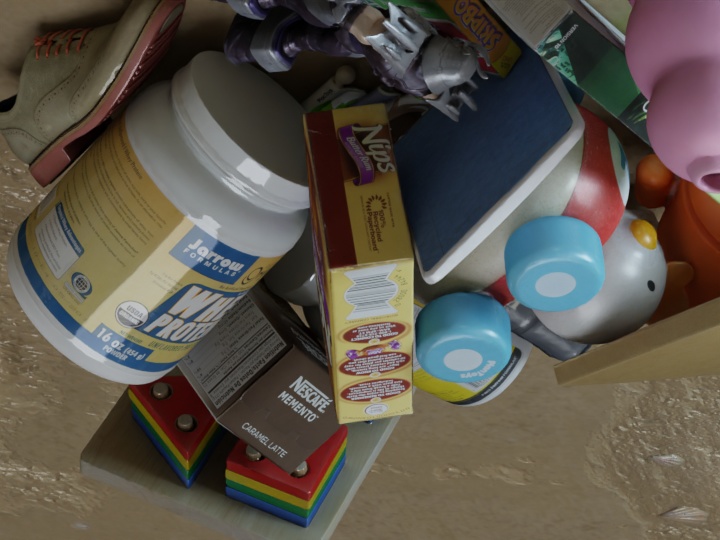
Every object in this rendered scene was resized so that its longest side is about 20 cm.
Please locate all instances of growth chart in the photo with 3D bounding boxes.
[{"bbox_3d":[0.041,-0.080,1.547,0.200,0.018,0.145,24,144,-17],"label":"growth chart"}]

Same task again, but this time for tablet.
[{"bbox_3d":[0.073,-0.076,1.342,0.014,0.200,0.130,39,105,-21],"label":"tablet"}]

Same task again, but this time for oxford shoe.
[{"bbox_3d":[-0.186,-0.131,1.471,0.075,0.070,0.200,43,131,-4],"label":"oxford shoe"}]

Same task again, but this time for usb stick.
[{"bbox_3d":[0.092,0.005,1.603,0.200,0.033,0.055,31,118,-25],"label":"usb stick"}]

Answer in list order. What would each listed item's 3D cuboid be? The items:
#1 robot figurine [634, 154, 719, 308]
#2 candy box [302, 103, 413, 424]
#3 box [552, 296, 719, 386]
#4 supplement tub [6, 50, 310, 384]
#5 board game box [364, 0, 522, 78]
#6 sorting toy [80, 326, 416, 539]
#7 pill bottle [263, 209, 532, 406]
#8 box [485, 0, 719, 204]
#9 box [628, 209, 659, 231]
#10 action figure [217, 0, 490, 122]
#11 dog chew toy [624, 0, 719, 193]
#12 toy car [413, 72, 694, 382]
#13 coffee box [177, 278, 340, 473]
[{"bbox_3d":[0.262,-0.035,1.491,0.117,0.144,0.200,-32,162,-19],"label":"robot figurine"},{"bbox_3d":[0.000,0.000,1.412,0.056,0.117,0.200,-8,149,-2],"label":"candy box"},{"bbox_3d":[0.248,0.038,1.438,0.163,0.021,0.200,-2,165,-37],"label":"box"},{"bbox_3d":[-0.127,-0.036,1.496,0.145,0.145,0.200,27,120,-34],"label":"supplement tub"},{"bbox_3d":[0.012,-0.184,1.317,0.096,0.030,0.200,25,166,40],"label":"board game box"},{"bbox_3d":[-0.083,0.101,1.717,0.199,0.200,0.070,21,140,14],"label":"sorting toy"},{"bbox_3d":[0.028,0.018,1.660,0.200,0.112,0.112,28,147,-34],"label":"pill bottle"},{"bbox_3d":[0.139,-0.128,1.322,0.200,0.144,0.036,32,106,-40],"label":"box"},{"bbox_3d":[0.119,-0.020,1.558,0.200,0.039,0.041,1,143,-24],"label":"box"},{"bbox_3d":[-0.004,-0.145,1.303,0.200,0.069,0.130,21,160,37],"label":"action figure"},{"bbox_3d":[0.198,-0.134,1.217,0.124,0.200,0.125,6,154,3],"label":"dog chew toy"},{"bbox_3d":[0.146,-0.017,1.453,0.200,0.184,0.177,22,136,-28],"label":"toy car"},{"bbox_3d":[-0.097,0.039,1.630,0.080,0.200,0.114,-43,144,4],"label":"coffee box"}]
